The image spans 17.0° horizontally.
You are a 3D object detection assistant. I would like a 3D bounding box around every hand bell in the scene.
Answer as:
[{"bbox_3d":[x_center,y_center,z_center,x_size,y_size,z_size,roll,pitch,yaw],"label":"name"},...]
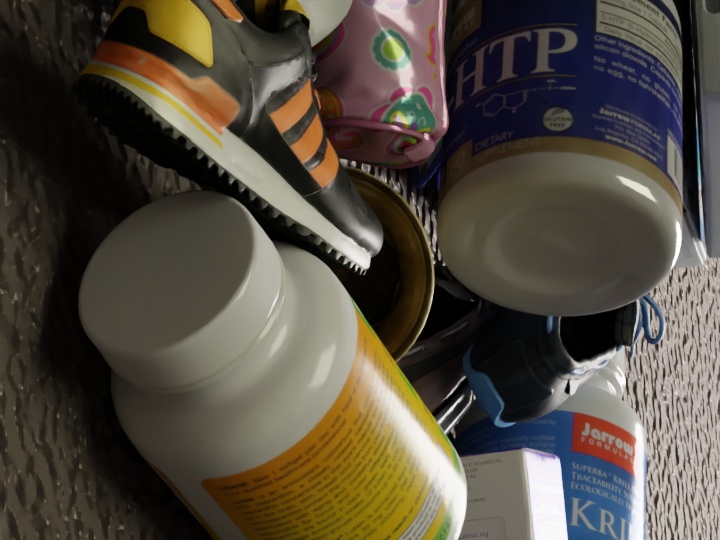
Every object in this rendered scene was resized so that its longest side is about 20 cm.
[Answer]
[{"bbox_3d":[0.000,0.000,1.215,0.200,0.103,0.105,-10,90,-80],"label":"hand bell"}]

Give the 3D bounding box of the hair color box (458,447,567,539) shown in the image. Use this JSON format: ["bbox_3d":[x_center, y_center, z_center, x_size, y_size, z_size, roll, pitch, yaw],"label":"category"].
[{"bbox_3d":[0.050,0.195,1.195,0.065,0.108,0.202,22,62,-66],"label":"hair color box"}]

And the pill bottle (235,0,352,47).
[{"bbox_3d":[-0.078,-0.189,1.027,0.120,0.119,0.201,-69,143,-50],"label":"pill bottle"}]

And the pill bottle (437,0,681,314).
[{"bbox_3d":[0.102,-0.091,1.215,0.120,0.119,0.201,54,32,-47],"label":"pill bottle"}]

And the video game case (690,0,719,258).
[{"bbox_3d":[0.193,-0.130,1.326,0.200,0.022,0.184,69,19,-64],"label":"video game case"}]

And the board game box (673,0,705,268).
[{"bbox_3d":[0.170,-0.118,1.391,0.126,0.034,0.202,57,30,-58],"label":"board game box"}]

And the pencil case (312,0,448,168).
[{"bbox_3d":[0.010,-0.152,1.140,0.087,0.087,0.202,30,65,-62],"label":"pencil case"}]

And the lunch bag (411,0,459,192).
[{"bbox_3d":[0.089,-0.118,1.398,0.200,0.123,0.172,44,43,-66],"label":"lunch bag"}]

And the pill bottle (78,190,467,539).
[{"bbox_3d":[-0.038,0.058,1.033,0.200,0.110,0.112,56,33,-45],"label":"pill bottle"}]

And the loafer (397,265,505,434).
[{"bbox_3d":[0.041,0.031,1.293,0.063,0.071,0.200,68,28,-19],"label":"loafer"}]

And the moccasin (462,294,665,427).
[{"bbox_3d":[0.124,0.028,1.295,0.081,0.068,0.200,55,33,-10],"label":"moccasin"}]

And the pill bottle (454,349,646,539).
[{"bbox_3d":[0.105,0.131,1.350,0.112,0.111,0.202,50,37,-51],"label":"pill bottle"}]

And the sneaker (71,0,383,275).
[{"bbox_3d":[-0.035,-0.068,1.011,0.200,0.070,0.091,36,77,-53],"label":"sneaker"}]
